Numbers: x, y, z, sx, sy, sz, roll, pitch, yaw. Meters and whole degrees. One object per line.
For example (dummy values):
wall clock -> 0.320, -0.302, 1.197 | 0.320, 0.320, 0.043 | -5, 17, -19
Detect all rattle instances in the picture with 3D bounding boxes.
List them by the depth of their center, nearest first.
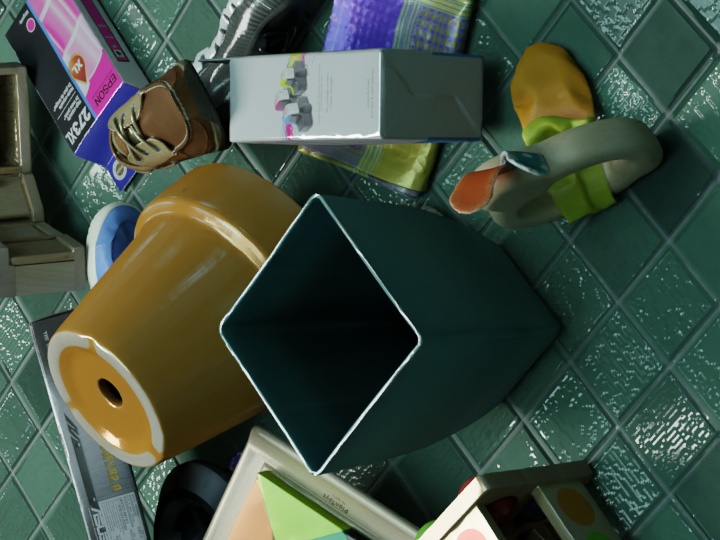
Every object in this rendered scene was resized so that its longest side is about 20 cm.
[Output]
rattle -> 0.111, -0.104, 1.442 | 0.130, 0.200, 0.143 | -14, 81, 42

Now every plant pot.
plant pot -> 0.037, 0.043, 1.515 | 0.141, 0.200, 0.141 | -53, 57, 30
plant pot -> -0.131, 0.049, 1.618 | 0.200, 0.183, 0.200 | 30, 142, 27

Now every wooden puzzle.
wooden puzzle -> -0.050, 0.246, 1.621 | 0.185, 0.037, 0.200 | 31, 109, 24

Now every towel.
towel -> 0.021, -0.166, 1.648 | 0.144, 0.023, 0.200 | 29, 110, 40

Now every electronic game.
electronic game -> -0.112, 0.253, 1.743 | 0.200, 0.042, 0.200 | 29, 127, 48

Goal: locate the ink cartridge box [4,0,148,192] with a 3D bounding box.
ink cartridge box -> -0.246, -0.174, 1.891 | 0.095, 0.037, 0.200 | -51, 61, 31

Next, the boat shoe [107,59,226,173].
boat shoe -> -0.158, -0.110, 1.665 | 0.076, 0.074, 0.200 | 63, 166, 1

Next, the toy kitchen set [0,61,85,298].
toy kitchen set -> -0.349, -0.076, 1.842 | 0.200, 0.163, 0.181 | -153, 60, -62

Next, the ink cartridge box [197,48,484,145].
ink cartridge box -> -0.019, -0.129, 1.592 | 0.200, 0.115, 0.068 | 3, 93, 44

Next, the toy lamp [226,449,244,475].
toy lamp -> -0.031, 0.203, 1.683 | 0.200, 0.058, 0.058 | 33, 113, 36

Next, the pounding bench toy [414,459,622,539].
pounding bench toy -> 0.099, 0.249, 1.514 | 0.200, 0.124, 0.156 | -51, 58, 31

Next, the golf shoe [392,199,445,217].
golf shoe -> 0.000, 0.000, 1.652 | 0.200, 0.078, 0.097 | -4, 106, 48

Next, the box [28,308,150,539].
box -> -0.218, 0.138, 1.727 | 0.158, 0.048, 0.200 | 120, 134, -81

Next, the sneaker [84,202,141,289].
sneaker -> -0.171, 0.040, 1.792 | 0.111, 0.077, 0.200 | -1, 94, 49

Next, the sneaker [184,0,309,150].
sneaker -> -0.087, -0.166, 1.723 | 0.200, 0.066, 0.091 | -44, 65, 39
